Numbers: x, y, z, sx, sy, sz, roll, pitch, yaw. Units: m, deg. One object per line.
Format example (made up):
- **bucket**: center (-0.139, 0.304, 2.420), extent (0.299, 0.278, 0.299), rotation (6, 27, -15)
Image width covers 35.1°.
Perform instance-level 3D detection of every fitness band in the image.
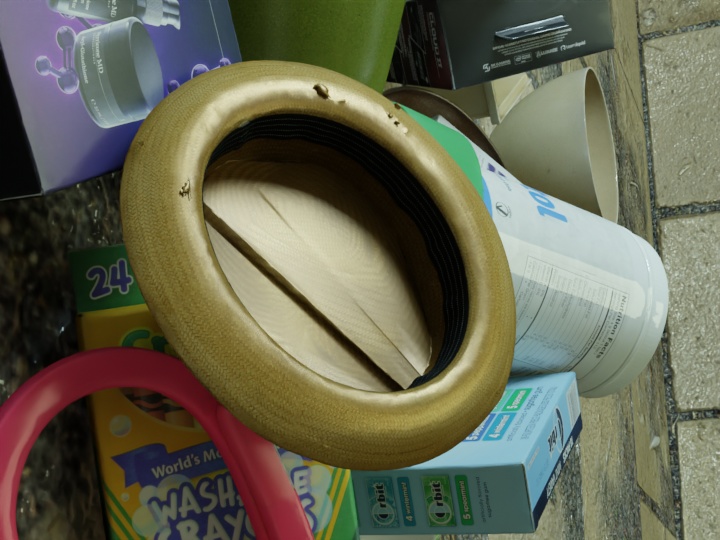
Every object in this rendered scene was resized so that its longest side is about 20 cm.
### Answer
- **fitness band**: center (-0.094, 0.132, 0.517), extent (0.143, 0.037, 0.202), rotation (-25, 96, -25)

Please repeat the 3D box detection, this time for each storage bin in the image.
- **storage bin**: center (0.101, -0.266, 1.173), extent (0.199, 0.093, 0.202), rotation (-50, 129, -61)

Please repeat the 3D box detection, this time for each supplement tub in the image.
- **supplement tub**: center (0.101, 0.006, 0.793), extent (0.198, 0.131, 0.134), rotation (17, 63, -31)

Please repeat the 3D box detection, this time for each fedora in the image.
- **fedora**: center (-0.024, 0.004, 0.523), extent (0.198, 0.082, 0.203), rotation (13, 60, -23)

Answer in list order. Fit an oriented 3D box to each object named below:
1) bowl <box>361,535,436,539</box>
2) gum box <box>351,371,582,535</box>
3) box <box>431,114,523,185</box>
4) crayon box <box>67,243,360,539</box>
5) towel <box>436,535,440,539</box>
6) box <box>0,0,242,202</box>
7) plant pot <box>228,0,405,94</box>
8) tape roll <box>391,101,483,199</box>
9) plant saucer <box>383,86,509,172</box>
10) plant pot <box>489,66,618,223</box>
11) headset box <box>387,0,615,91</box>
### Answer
- **bowl**: center (-0.005, 0.251, 0.768), extent (0.200, 0.074, 0.202), rotation (-15, 97, -69)
- **gum box**: center (0.028, 0.114, 0.725), extent (0.170, 0.198, 0.045), rotation (-32, 113, -66)
- **box**: center (0.108, -0.011, 0.920), extent (0.199, 0.036, 0.146), rotation (35, 52, -25)
- **crayon box**: center (-0.073, 0.081, 0.582), extent (0.052, 0.124, 0.203), rotation (174, -93, -72)
- **towel**: center (0.090, 0.152, 0.946), extent (0.200, 0.023, 0.154), rotation (-42, 153, -43)
- **box**: center (-0.138, -0.146, 0.510), extent (0.141, 0.078, 0.202), rotation (-31, 112, -51)
- **plant pot**: center (-0.055, -0.155, 0.646), extent (0.200, 0.198, 0.196), rotation (-26, 119, -67)
- **tape roll**: center (0.000, 0.000, 0.693), extent (0.048, 0.200, 0.203), rotation (21, 56, -23)
- **plant saucer**: center (0.057, -0.052, 0.940), extent (0.199, 0.036, 0.203), rotation (19, 60, -37)
- **plant pot**: center (0.236, -0.139, 1.418), extent (0.200, 0.133, 0.203), rotation (-8, 90, -68)
- **headset box**: center (0.110, -0.208, 0.967), extent (0.200, 0.147, 0.078), rotation (-145, -140, -69)
